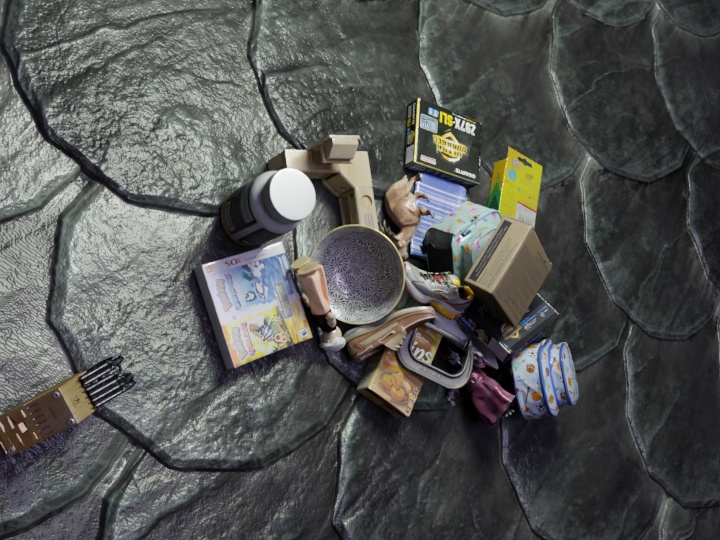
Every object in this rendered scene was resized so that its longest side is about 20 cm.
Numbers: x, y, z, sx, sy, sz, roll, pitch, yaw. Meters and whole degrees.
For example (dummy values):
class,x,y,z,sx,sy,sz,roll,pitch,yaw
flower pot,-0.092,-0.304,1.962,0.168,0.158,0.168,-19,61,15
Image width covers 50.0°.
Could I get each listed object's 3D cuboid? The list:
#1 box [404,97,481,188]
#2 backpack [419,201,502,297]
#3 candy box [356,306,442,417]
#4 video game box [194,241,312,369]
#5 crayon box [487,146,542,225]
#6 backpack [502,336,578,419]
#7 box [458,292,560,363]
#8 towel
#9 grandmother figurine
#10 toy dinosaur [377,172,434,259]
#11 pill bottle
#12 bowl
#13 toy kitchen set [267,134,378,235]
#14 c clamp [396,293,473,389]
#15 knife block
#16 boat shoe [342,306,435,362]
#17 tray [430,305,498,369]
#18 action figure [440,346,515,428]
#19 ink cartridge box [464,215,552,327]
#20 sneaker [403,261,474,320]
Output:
class,x,y,z,sx,sy,sz,roll,pitch,yaw
box,0.196,-0.296,1.811,0.198,0.049,0.162,14,71,-31
backpack,0.243,-0.049,1.698,0.200,0.152,0.177,-43,133,-40
candy box,0.084,0.193,1.628,0.115,0.055,0.201,37,63,-20
video game box,-0.202,0.063,1.469,0.181,0.047,0.202,-19,91,-33
crayon box,0.382,-0.188,1.912,0.126,0.051,0.202,24,68,-28
backpack,0.411,0.250,1.756,0.190,0.153,0.202,-16,89,-59
box,0.323,0.087,1.763,0.199,0.050,0.199,-29,67,-35
towel,0.180,-0.116,1.778,0.144,0.024,0.203,15,72,-30
grandmother figurine,-0.076,0.076,1.512,0.060,0.121,0.202,-24,118,-10
toy dinosaur,0.087,-0.132,1.690,0.086,0.134,0.202,55,19,-61
pill bottle,-0.171,-0.117,1.432,0.115,0.199,0.118,7,77,-33
bowl,0.000,0.000,1.565,0.202,0.199,0.094,64,17,-6
toy kitchen set,-0.053,-0.160,1.543,0.198,0.163,0.183,-4,83,-34
c clamp,0.159,0.147,1.618,0.199,0.027,0.172,32,66,-6
knife block,-0.471,0.210,1.255,0.198,0.176,0.065,-26,95,10
boat shoe,0.063,0.131,1.564,0.076,0.198,0.073,35,35,-71
tray,0.227,0.146,1.734,0.199,0.022,0.108,34,27,-24
action figure,0.261,0.242,1.708,0.200,0.134,0.149,49,22,11
ink cartridge box,0.314,0.005,1.622,0.166,0.075,0.200,-57,145,-9
sneaker,0.157,0.026,1.595,0.199,0.082,0.078,27,33,-36
